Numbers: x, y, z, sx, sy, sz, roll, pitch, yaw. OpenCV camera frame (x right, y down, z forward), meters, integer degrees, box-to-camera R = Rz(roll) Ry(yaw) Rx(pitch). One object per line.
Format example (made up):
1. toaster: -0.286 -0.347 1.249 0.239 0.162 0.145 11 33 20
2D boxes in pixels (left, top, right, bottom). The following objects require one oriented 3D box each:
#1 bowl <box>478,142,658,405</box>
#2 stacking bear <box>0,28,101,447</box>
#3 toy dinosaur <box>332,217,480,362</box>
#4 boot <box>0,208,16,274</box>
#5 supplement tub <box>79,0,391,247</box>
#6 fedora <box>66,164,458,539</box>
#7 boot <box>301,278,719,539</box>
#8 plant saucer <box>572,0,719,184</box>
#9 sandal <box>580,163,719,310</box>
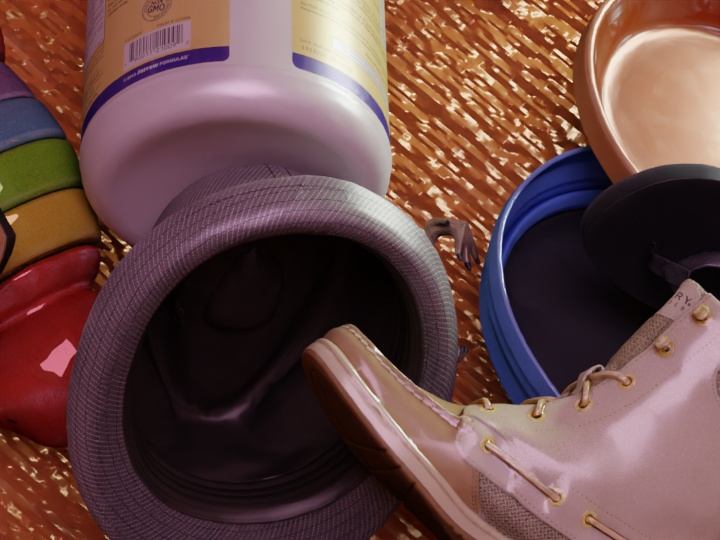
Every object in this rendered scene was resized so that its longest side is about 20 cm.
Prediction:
1. bowl: 0.147 0.031 1.129 0.200 0.039 0.201 15 50 -18
2. stacking bear: -0.172 -0.009 1.098 0.113 0.121 0.200 -27 84 -21
3. toy dinosaur: 0.000 0.000 1.128 0.101 0.058 0.201 -12 67 34
4. boot: -0.251 0.034 1.003 0.200 0.138 0.078 -32 95 22
5. supplement tub: -0.059 -0.116 1.122 0.145 0.146 0.201 3 56 -7
6. fedora: -0.049 0.033 1.055 0.176 0.201 0.090 -2 31 -17
7. boot: 0.088 0.058 1.011 0.200 0.072 0.155 43 82 -6
8. plant saucer: 0.194 -0.065 1.180 0.200 0.032 0.201 15 49 -18
9. sandal: 0.195 0.014 1.084 0.200 0.076 0.043 27 30 -8
